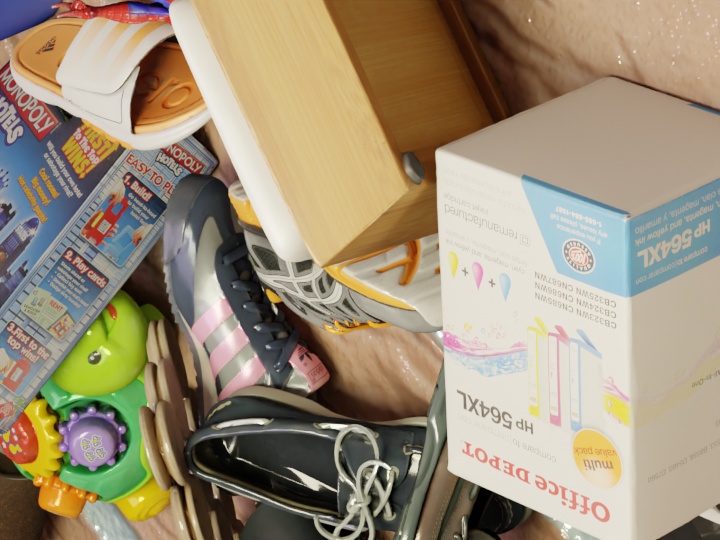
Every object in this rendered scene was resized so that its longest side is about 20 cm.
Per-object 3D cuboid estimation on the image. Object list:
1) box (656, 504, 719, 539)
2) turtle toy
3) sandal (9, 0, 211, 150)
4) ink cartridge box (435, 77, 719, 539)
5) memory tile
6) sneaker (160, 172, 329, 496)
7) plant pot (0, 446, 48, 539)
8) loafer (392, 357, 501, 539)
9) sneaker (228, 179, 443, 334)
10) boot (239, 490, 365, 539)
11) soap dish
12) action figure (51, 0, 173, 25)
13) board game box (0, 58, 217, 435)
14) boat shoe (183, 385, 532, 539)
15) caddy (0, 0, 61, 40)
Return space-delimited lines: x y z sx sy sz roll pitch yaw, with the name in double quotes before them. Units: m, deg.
"box" 0.095 0.196 1.540 0.050 0.157 0.200 58 143 9
"turtle toy" -0.171 0.073 1.845 0.146 0.101 0.200 52 141 18
"sandal" -0.149 -0.124 1.722 0.206 0.079 0.059 17 149 47
"ink cartridge box" 0.125 0.030 1.440 0.128 0.125 0.201 22 124 43
"memory tile" -0.092 0.139 1.751 0.154 0.017 0.201 -98 -9 -62
"sneaker" -0.057 0.037 1.727 0.082 0.070 0.201 2 116 34
"plant pot" -0.284 0.158 1.989 0.187 0.186 0.200 53 128 17
"loafer" 0.054 0.123 1.571 0.063 0.072 0.201 15 96 4
"sneaker" 0.000 0.000 1.620 0.200 0.078 0.078 31 134 56
"boot" 0.004 0.232 1.735 0.168 0.076 0.201 54 169 41
"soap dish" 0.000 -0.091 1.483 0.081 0.200 0.158 -26 87 24
"action figure" -0.141 -0.172 1.641 0.052 0.199 0.066 -99 27 -67
"board game box" -0.189 -0.037 1.780 0.062 0.200 0.200 43 -172 -40
"boat shoe" -0.003 0.112 1.655 0.199 0.062 0.075 17 119 21
"caddy" -0.271 -0.191 1.821 0.200 0.105 0.142 -14 97 53
